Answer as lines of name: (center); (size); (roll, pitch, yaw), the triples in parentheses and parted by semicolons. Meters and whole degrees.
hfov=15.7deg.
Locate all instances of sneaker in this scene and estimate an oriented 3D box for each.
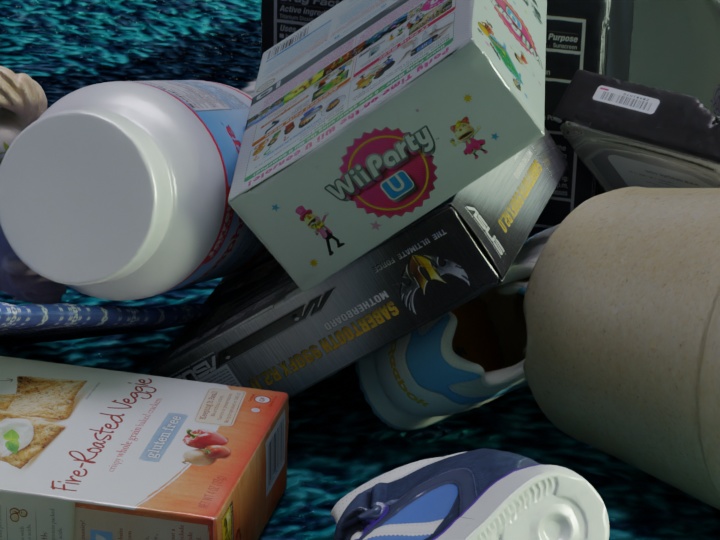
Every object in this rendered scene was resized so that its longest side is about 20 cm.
sneaker: (0.093, 0.022, 1.363); (0.200, 0.077, 0.081); (-30, 0, -37)
sneaker: (0.005, 0.149, 1.138); (0.200, 0.081, 0.146); (-35, 11, -21)

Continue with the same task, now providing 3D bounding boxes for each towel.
towel: (-0.192, 0.023, 1.310); (0.144, 0.024, 0.200); (-6, -4, 36)

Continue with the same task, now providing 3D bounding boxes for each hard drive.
hard drive: (0.201, -0.029, 1.399); (0.139, 0.200, 0.038); (19, 73, 37)

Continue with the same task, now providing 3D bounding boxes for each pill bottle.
pill bottle: (-0.109, -0.042, 1.315); (0.108, 0.109, 0.200); (8, 7, 14)

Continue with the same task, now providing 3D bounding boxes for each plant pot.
plant pot: (0.183, 0.036, 1.262); (0.200, 0.201, 0.183); (-18, 20, -37)

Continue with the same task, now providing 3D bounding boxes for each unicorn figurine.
unicorn figurine: (-0.209, -0.030, 1.354); (0.137, 0.200, 0.074); (4, 53, -20)

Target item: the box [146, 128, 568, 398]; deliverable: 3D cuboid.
box: (0.000, 0.000, 1.345); (0.200, 0.048, 0.158); (-29, 11, 25)

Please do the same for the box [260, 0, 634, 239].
box: (0.050, -0.091, 1.493); (0.199, 0.199, 0.123); (8, 25, 12)

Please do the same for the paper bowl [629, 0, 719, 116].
paper bowl: (0.153, -0.137, 1.585); (0.200, 0.201, 0.104); (7, 32, 11)

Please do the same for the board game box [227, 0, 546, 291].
board game box: (0.017, -0.090, 1.314); (0.147, 0.064, 0.200); (-33, 18, 18)

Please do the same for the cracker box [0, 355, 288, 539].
cracker box: (-0.146, 0.096, 1.238); (0.199, 0.058, 0.134); (6, 24, 11)
